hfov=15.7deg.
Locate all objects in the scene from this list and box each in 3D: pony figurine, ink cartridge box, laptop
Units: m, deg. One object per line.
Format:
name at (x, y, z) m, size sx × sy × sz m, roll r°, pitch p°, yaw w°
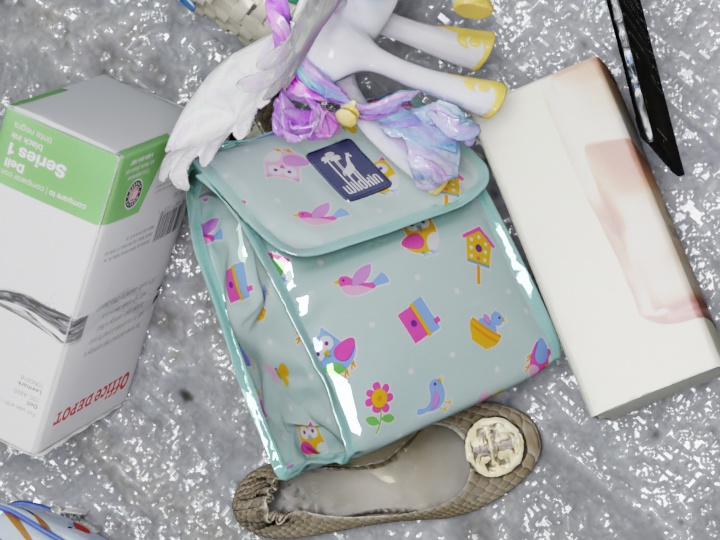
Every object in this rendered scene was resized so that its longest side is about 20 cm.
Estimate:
pony figurine at (-0.017, -0.129, 1.488) m, size 0.200 × 0.167 × 0.193 m, roll 30°, pitch 55°, yaw -18°
ink cartridge box at (-0.178, -0.005, 1.594) m, size 0.084 × 0.146 × 0.200 m, roll 23°, pitch 108°, yaw 13°
laptop at (0.199, -0.171, 1.531) m, size 0.103 × 0.177 × 0.200 m, roll -15°, pitch 82°, yaw 12°

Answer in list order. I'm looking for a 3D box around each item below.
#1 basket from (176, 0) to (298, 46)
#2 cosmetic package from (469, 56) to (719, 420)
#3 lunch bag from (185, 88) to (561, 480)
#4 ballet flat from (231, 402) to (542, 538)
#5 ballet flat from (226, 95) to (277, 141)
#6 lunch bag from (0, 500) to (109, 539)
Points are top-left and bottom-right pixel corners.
basket at (-0.058, -0.231, 1.606) m, size 0.200 × 0.139 × 0.176 m, roll 43°, pitch 82°, yaw 4°
cosmetic package at (0.146, -0.017, 1.571) m, size 0.087 × 0.103 × 0.200 m, roll -22°, pitch 83°, yaw 9°
lunch bag at (0.000, 0.000, 1.554) m, size 0.170 × 0.122 × 0.200 m, roll -21°, pitch 89°, yaw -29°
ballet flat at (0.014, 0.127, 1.617) m, size 0.200 × 0.046 × 0.067 m, roll -12°, pitch 84°, yaw 11°
ballet flat at (-0.057, -0.037, 1.637) m, size 0.067 × 0.046 × 0.200 m, roll -16°, pitch 82°, yaw 10°
lunch bag at (-0.211, 0.246, 1.646) m, size 0.160 × 0.076 × 0.200 m, roll 25°, pitch 92°, yaw 15°
